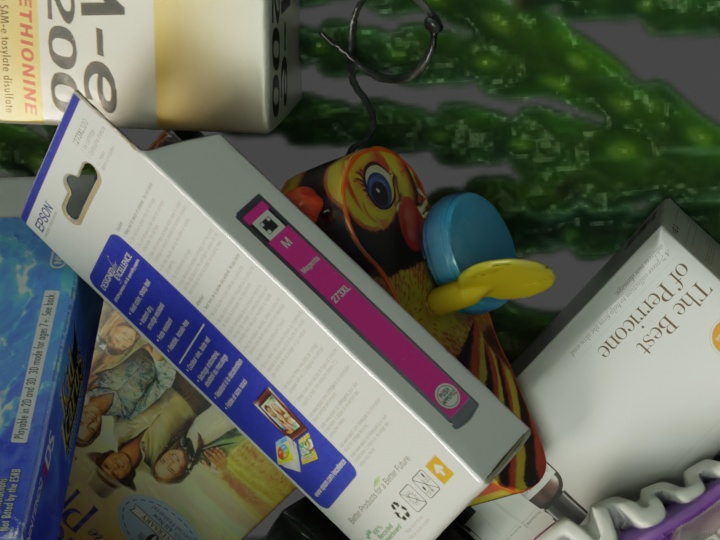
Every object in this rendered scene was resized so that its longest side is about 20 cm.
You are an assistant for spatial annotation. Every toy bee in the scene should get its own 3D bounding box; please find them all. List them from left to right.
[{"bbox_3d":[0.000,0.000,0.868,0.131,0.108,0.201,-44,71,32],"label":"toy bee"}]

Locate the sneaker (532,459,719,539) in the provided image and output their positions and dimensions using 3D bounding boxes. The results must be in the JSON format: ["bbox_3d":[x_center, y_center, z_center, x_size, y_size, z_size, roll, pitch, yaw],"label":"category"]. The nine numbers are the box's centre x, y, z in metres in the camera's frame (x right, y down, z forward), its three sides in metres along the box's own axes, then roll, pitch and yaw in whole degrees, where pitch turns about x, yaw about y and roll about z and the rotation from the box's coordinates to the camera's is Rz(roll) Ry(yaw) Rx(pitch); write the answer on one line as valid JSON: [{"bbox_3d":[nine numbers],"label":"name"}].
[{"bbox_3d":[0.161,0.108,0.874,0.199,0.089,0.081,-31,141,-5],"label":"sneaker"}]

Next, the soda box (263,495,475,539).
[{"bbox_3d":[-0.031,0.168,0.927,0.063,0.071,0.201,42,127,16],"label":"soda box"}]

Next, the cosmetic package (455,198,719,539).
[{"bbox_3d":[0.086,0.073,0.927,0.082,0.051,0.200,40,109,-3],"label":"cosmetic package"}]

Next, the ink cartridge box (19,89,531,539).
[{"bbox_3d":[-0.035,0.019,0.826,0.200,0.037,0.095,42,146,4],"label":"ink cartridge box"}]

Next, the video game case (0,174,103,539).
[{"bbox_3d":[-0.196,0.043,0.855,0.180,0.201,0.046,-2,131,5],"label":"video game case"}]

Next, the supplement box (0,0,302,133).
[{"bbox_3d":[-0.124,-0.125,0.900,0.198,0.074,0.127,2,106,10],"label":"supplement box"}]

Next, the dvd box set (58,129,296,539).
[{"bbox_3d":[-0.092,0.055,0.966,0.146,0.029,0.200,45,108,-4],"label":"dvd box set"}]
